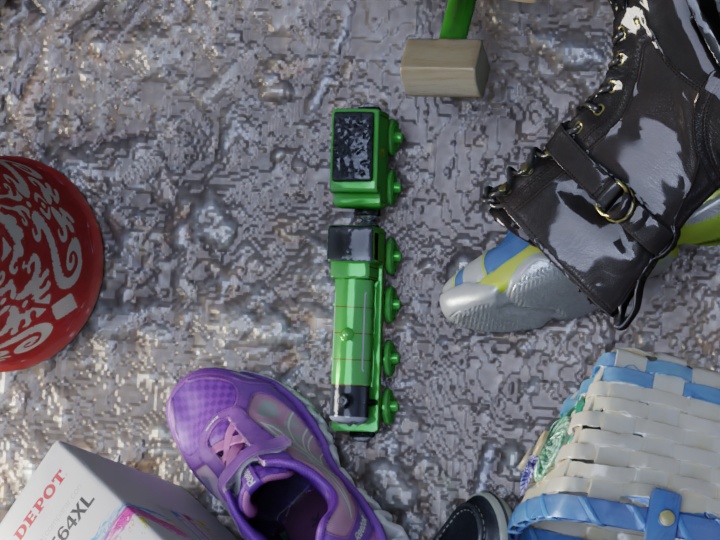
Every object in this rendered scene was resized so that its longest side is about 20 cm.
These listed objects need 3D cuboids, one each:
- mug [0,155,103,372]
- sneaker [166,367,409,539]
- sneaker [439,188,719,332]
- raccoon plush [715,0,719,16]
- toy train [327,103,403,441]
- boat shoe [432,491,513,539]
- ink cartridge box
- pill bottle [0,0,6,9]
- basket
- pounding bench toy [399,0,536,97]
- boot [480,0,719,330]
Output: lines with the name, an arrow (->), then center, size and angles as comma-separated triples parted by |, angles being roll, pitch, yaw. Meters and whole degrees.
mug -> -0.266, -0.011, 1.660 | 0.177, 0.200, 0.134 | 6, 89, 14
sneaker -> -0.053, 0.119, 1.633 | 0.081, 0.088, 0.200 | -49, 54, 7
sneaker -> 0.131, -0.039, 1.635 | 0.200, 0.076, 0.105 | -21, 65, 10
raccoon plush -> 0.230, -0.099, 1.598 | 0.134, 0.097, 0.201 | 9, 89, 23
toy train -> 0.000, 0.000, 1.665 | 0.042, 0.056, 0.201 | 0, 86, 14
boat shoe -> 0.025, 0.214, 1.631 | 0.200, 0.062, 0.075 | -59, 32, 7
ink cartridge box -> -0.131, 0.201, 1.626 | 0.200, 0.125, 0.129 | 38, 96, 37
pill bottle -> -0.312, -0.218, 1.730 | 0.200, 0.114, 0.114 | 40, 96, 13
basket -> 0.150, 0.155, 1.557 | 0.139, 0.176, 0.201 | 7, 73, -4
pounding bench toy -> 0.062, -0.215, 1.624 | 0.124, 0.156, 0.200 | 10, 120, 14
boot -> 0.133, -0.090, 1.558 | 0.174, 0.069, 0.200 | -42, 73, 15
